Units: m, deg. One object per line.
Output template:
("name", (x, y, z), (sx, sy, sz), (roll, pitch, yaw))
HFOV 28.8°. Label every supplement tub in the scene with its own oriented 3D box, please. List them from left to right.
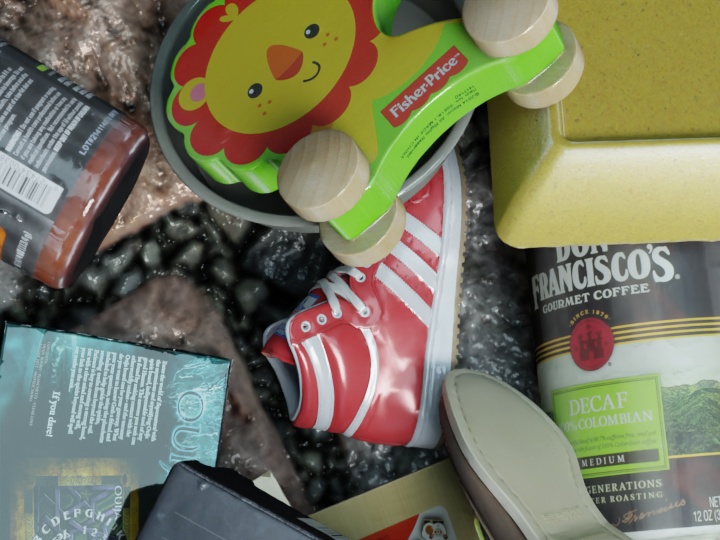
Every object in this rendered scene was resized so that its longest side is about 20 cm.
("supplement tub", (-0.224, -0.082, 0.779), (0.198, 0.107, 0.108), (30, 73, -3))

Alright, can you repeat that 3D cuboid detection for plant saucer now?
("plant saucer", (0.167, -0.114, 0.766), (0.197, 0.049, 0.203), (-2, 61, 3))

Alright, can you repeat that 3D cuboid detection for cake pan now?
("cake pan", (-0.025, -0.108, 0.827), (0.197, 0.037, 0.203), (-4, 63, 8))

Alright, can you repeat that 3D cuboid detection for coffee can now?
("coffee can", (0.173, 0.057, 0.813), (0.144, 0.146, 0.203), (-2, 78, -13))

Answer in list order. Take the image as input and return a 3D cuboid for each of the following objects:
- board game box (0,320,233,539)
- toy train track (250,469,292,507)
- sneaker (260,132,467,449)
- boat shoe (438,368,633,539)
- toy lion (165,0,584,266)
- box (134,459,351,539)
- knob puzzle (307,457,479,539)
("board game box", (-0.150, 0.139, 0.785), (0.133, 0.028, 0.203), (10, 76, -12))
("toy train track", (-0.007, 0.203, 0.768), (0.114, 0.033, 0.201), (-31, 82, -13))
("sneaker", (0.000, 0.000, 0.828), (0.111, 0.071, 0.203), (5, 79, -14))
("boat shoe", (0.091, 0.133, 0.739), (0.071, 0.060, 0.201), (-1, 37, -32))
("toy lion", (-0.007, -0.115, 0.758), (0.199, 0.069, 0.192), (-40, 53, 4))
("box", (-0.040, 0.228, 0.682), (0.195, 0.117, 0.202), (26, 84, 11))
("knob puzzle", (0.018, 0.230, 0.800), (0.216, 0.030, 0.223), (4, 76, -17))
